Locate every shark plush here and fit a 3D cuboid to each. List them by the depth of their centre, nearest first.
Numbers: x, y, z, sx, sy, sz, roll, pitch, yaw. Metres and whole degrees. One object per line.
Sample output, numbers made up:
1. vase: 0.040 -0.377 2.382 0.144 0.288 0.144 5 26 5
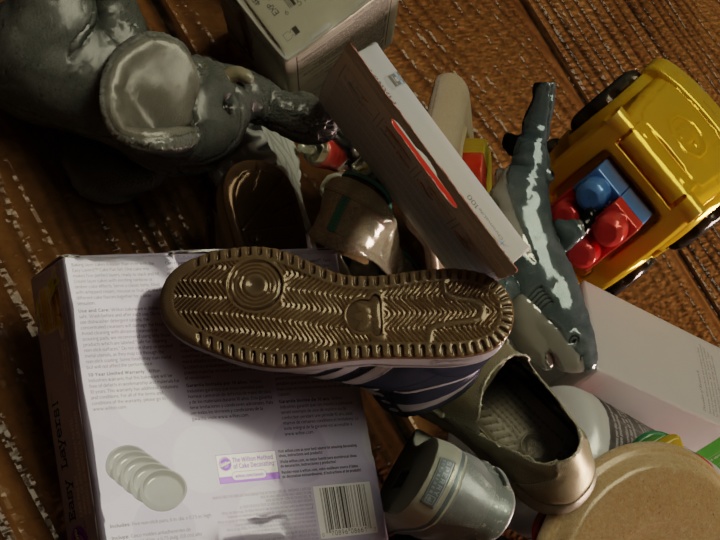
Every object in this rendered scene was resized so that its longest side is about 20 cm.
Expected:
1. shark plush: 0.130 -0.029 1.297 0.091 0.083 0.201 51 41 -72

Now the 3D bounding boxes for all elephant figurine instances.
1. elephant figurine: -0.137 -0.108 1.153 0.200 0.155 0.142 45 10 0

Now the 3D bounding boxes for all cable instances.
1. cable: 0.007 -0.067 1.345 0.097 0.050 0.200 51 9 16

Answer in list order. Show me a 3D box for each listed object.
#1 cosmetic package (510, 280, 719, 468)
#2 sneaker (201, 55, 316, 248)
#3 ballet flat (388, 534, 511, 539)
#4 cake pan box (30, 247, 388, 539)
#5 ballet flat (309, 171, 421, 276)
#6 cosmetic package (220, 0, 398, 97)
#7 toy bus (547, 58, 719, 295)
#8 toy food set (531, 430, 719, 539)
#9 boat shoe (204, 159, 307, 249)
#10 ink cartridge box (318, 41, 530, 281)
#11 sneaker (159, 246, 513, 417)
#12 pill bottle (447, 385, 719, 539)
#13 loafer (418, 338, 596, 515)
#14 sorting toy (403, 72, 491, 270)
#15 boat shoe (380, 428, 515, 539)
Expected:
1. cosmetic package: 0.207 0.097 1.390 0.199 0.108 0.085 22 46 -33
2. sneaker: -0.065 -0.054 1.253 0.081 0.075 0.201 10 54 -57
3. ballet flat: 0.047 0.200 1.183 0.199 0.066 0.057 3 98 -45
4. cake pan box: -0.083 0.081 1.065 0.199 0.052 0.185 -3 76 -34
5. ballet flat: 0.000 0.000 1.242 0.063 0.067 0.200 -62 157 -17
6. cosmetic package: -0.037 -0.186 1.279 0.087 0.103 0.200 52 -6 4
7. toy bus: 0.179 -0.042 1.390 0.136 0.200 0.192 50 34 0
8. toy food set: 0.186 0.212 1.215 0.197 0.049 0.201 -23 103 -28
9. boat shoe: -0.067 0.034 1.169 0.072 0.072 0.201 -5 77 -34
10. ink cartridge box: 0.044 -0.067 1.091 0.160 0.047 0.200 54 -7 -1
11. sneaker: -0.016 0.039 1.062 0.199 0.109 0.070 4 70 -2
12. pill bottle: 0.160 0.149 1.288 0.199 0.111 0.111 29 41 -29
13. loafer: 0.074 0.070 1.161 0.200 0.068 0.076 38 64 12
14. sorting toy: 0.076 -0.013 1.314 0.186 0.036 0.201 -76 158 -48
15. boat shoe: 0.052 0.144 1.128 0.071 0.201 0.070 30 83 -3
